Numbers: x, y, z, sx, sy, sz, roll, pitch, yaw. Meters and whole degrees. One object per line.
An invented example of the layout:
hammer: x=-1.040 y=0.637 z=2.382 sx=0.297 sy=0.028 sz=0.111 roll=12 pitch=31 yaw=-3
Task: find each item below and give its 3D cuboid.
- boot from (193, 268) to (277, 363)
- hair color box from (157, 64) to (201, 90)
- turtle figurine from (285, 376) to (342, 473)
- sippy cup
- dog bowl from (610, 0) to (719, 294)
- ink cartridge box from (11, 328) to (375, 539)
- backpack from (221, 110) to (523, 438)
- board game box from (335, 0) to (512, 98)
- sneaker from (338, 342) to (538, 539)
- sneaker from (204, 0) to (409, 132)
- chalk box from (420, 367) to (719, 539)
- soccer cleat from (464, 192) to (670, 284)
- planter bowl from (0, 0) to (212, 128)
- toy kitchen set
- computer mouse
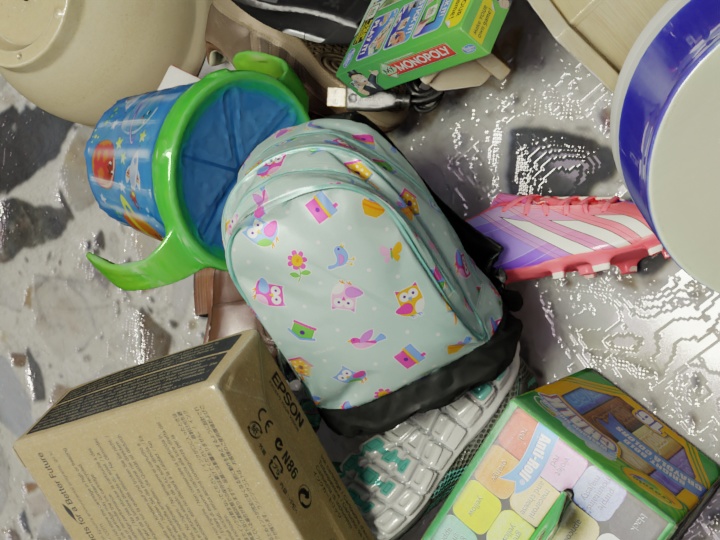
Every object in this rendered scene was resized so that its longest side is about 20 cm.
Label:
boot: x=-0.033 y=0.060 z=0.911 sx=0.200 sy=0.064 sz=0.187 roll=-10 pitch=87 yaw=24
hair color box: x=-0.094 y=-0.072 z=0.908 sx=0.200 sy=0.064 sz=0.111 roll=28 pitch=88 yaw=32
turtle figurine: x=-0.055 y=0.150 z=0.870 sx=0.200 sy=0.101 sz=0.150 roll=28 pitch=82 yaw=0
sippy cup: x=-0.120 y=-0.073 z=0.816 sx=0.130 sy=0.178 sz=0.140 roll=11 pitch=114 yaw=43
dog bowl: x=0.252 y=-0.082 z=0.674 sx=0.199 sy=0.079 sz=0.201 roll=-2 pitch=121 yaw=-3
ink cartridge box: x=-0.099 y=0.154 z=0.747 sx=0.164 sy=0.075 sz=0.200 roll=-17 pitch=111 yaw=26
backpack: x=0.000 y=0.000 z=0.743 sx=0.167 sy=0.127 sz=0.200 roll=-28 pitch=113 yaw=11
board game box: x=0.068 y=-0.216 z=0.777 sx=0.134 sy=0.029 sz=0.200 roll=-9 pitch=52 yaw=55
sneaker: x=0.058 y=0.136 z=0.819 sx=0.200 sy=0.091 sz=0.078 roll=-47 pitch=40 yaw=-2
sneaker: x=-0.045 y=-0.153 z=0.916 sx=0.200 sy=0.070 sz=0.076 roll=41 pitch=128 yaw=25
chalk box: x=0.131 y=0.156 z=0.741 sx=0.124 sy=0.200 sz=0.125 roll=38 pitch=108 yaw=22
soccer cleat: x=0.133 y=-0.028 z=0.815 sx=0.200 sy=0.067 sz=0.077 roll=-14 pitch=80 yaw=31
planter bowl: x=-0.244 y=-0.220 z=0.973 sx=0.200 sy=0.135 sz=0.201 roll=1 pitch=93 yaw=29
toy kitchen set: x=0.152 y=-0.148 z=0.795 sx=0.163 sy=0.180 sz=0.200 roll=-43 pitch=32 yaw=19
computer mouse: x=-0.018 y=-0.173 z=0.856 sx=0.199 sy=0.046 sz=0.141 roll=12 pitch=63 yaw=6
